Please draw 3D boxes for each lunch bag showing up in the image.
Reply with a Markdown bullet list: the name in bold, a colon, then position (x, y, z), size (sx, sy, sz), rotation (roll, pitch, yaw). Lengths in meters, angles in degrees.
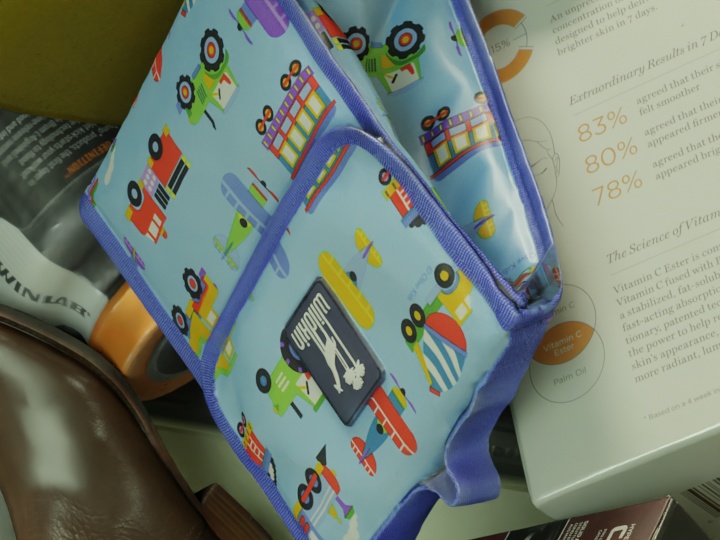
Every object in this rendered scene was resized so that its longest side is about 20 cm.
- **lunch bag**: position (0.000, 0.000, 0.867), size (0.151, 0.094, 0.201), rotation (-58, 47, 39)

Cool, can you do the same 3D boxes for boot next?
- **boot**: position (-0.135, 0.126, 0.928), size (0.186, 0.200, 0.064), rotation (39, 139, -7)

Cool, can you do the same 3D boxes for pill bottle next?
- **pill bottle**: position (-0.126, -0.041, 1.022), size (0.106, 0.106, 0.200), rotation (-49, 68, 15)

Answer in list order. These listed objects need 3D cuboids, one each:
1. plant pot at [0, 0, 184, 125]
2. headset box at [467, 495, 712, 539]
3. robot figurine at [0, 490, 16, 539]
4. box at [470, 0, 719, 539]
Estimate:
- **plant pot**: position (-0.072, -0.166, 0.949), size (0.200, 0.176, 0.201), rotation (-34, 55, 20)
- **headset box**: position (0.079, 0.160, 0.847), size (0.149, 0.077, 0.200), rotation (46, 145, -20)
- **robot figurine**: position (-0.219, 0.087, 1.048), size (0.199, 0.125, 0.151), rotation (31, 136, 25)
- **box**: position (0.113, -0.016, 0.878), size (0.124, 0.097, 0.201), rotation (-24, 59, 23)
